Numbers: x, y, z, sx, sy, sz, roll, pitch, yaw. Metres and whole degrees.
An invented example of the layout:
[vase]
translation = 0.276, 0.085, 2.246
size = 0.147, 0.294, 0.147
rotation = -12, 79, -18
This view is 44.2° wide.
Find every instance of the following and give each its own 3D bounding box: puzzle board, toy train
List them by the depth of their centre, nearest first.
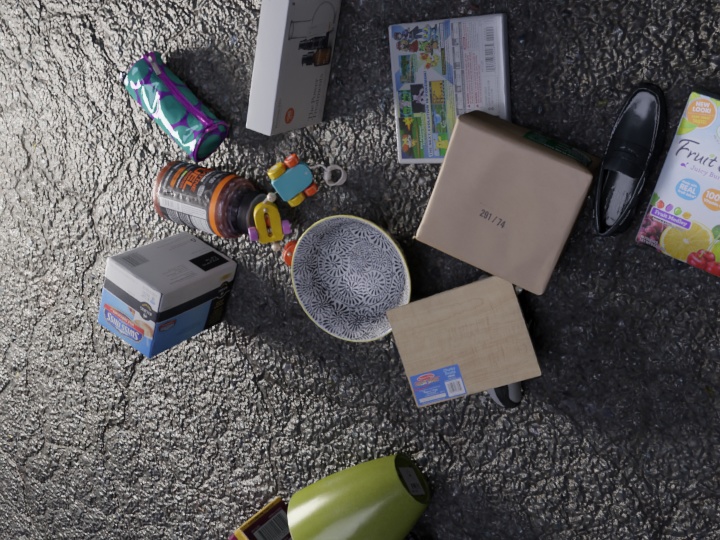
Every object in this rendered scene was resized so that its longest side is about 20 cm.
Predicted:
[puzzle board]
translation = 0.148, 0.102, 1.283
size = 0.197, 0.017, 0.153
rotation = -19, 91, 24
[toy train]
translation = -0.102, -0.092, 1.441
size = 0.148, 0.056, 0.203
rotation = 13, 109, -16

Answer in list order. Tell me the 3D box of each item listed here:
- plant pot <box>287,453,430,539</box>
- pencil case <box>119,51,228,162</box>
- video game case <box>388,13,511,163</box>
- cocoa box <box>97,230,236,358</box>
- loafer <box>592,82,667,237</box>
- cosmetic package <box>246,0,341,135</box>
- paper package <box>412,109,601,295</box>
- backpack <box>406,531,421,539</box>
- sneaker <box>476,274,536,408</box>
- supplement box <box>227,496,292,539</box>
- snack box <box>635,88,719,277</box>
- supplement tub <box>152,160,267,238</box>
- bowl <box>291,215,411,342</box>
[plant pot]
translation = 0.014, 0.396, 1.461
size = 0.199, 0.187, 0.188
rotation = -38, 83, 19
[pencil case]
translation = -0.314, -0.280, 1.504
size = 0.200, 0.085, 0.093
rotation = 45, 149, 12
[video game case]
translation = 0.129, -0.256, 1.273
size = 0.180, 0.022, 0.204
rotation = 4, 107, 31
[cocoa box]
translation = -0.335, 0.038, 1.541
size = 0.132, 0.199, 0.133
rotation = 30, 119, 20
[loafer]
translation = 0.345, -0.138, 1.142
size = 0.067, 0.070, 0.204
rotation = 21, 114, 24
[cosmetic package]
translation = -0.098, -0.313, 1.320
size = 0.051, 0.150, 0.203
rotation = 22, 115, 24
[paper package]
translation = 0.200, -0.097, 1.208
size = 0.198, 0.103, 0.193
rotation = 25, 117, 14
[backpack]
translation = 0.081, 0.571, 1.446
size = 0.200, 0.190, 0.155
rotation = 44, 138, 13
[sneaker]
translation = 0.218, 0.105, 1.293
size = 0.079, 0.073, 0.204
rotation = -3, 103, 30
[supplement box]
translation = -0.203, 0.539, 1.649
size = 0.103, 0.130, 0.201
rotation = 46, 123, 12
[snack box]
translation = 0.445, -0.104, 1.100
size = 0.141, 0.053, 0.203
rotation = 25, 116, 22
[supplement tub]
translation = -0.247, -0.117, 1.499
size = 0.197, 0.107, 0.109
rotation = 16, 112, 27
[bowl]
translation = 0.000, 0.000, 1.377
size = 0.197, 0.094, 0.204
rotation = 8, 112, 21
